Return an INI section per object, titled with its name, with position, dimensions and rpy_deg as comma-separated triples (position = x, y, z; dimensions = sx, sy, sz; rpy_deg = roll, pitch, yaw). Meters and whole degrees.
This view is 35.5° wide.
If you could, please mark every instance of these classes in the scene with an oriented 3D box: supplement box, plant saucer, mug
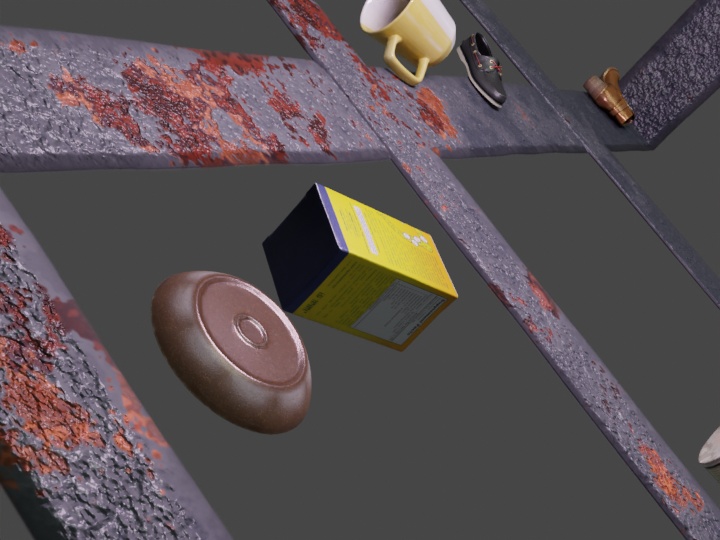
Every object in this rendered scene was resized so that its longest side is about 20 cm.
[supplement box]
position = 0.000, 0.000, 1.323
dimensions = 0.198, 0.109, 0.111
rpy_deg = 22, 34, -40
[plant saucer]
position = -0.119, 0.071, 1.132
dimensions = 0.199, 0.037, 0.202
rpy_deg = 35, 27, -21
[mug]
position = 0.091, -0.445, 2.103
dimensions = 0.153, 0.188, 0.149
rpy_deg = 36, -7, -36

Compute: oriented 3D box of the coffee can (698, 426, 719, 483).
[coffee can]
position = 0.658, 0.328, 1.785
dimensions = 0.200, 0.146, 0.146
rpy_deg = 46, 26, 3

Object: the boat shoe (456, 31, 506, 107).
[boat shoe]
position = 0.264, -0.426, 2.378
dimensions = 0.073, 0.063, 0.203
rpy_deg = 23, 35, -41

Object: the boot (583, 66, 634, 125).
[boot]
position = 0.697, -0.471, 3.058
dimensions = 0.156, 0.077, 0.199
rpy_deg = 48, 29, 10
